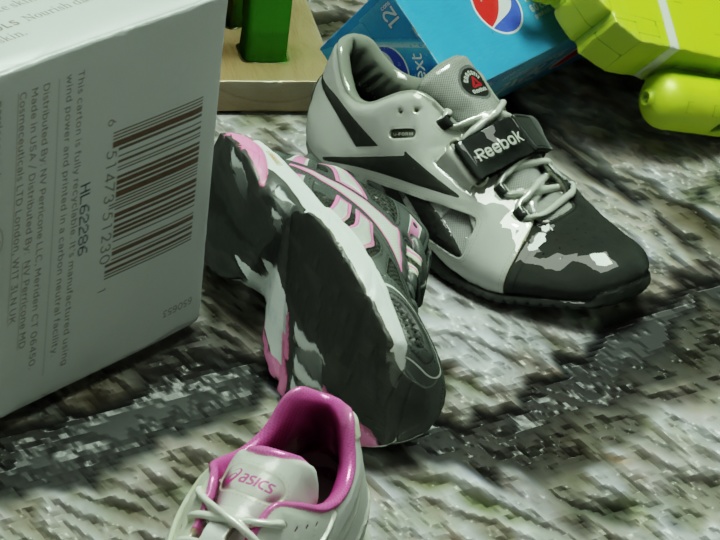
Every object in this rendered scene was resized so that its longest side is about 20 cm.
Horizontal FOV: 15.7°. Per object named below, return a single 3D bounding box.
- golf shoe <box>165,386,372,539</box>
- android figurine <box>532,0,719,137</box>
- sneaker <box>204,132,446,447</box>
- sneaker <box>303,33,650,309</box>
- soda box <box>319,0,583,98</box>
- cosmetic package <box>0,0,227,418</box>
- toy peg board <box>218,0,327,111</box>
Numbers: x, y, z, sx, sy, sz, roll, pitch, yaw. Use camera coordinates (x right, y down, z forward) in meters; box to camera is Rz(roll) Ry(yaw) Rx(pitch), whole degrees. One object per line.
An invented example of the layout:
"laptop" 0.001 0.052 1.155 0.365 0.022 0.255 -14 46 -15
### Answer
"golf shoe" -0.056 0.112 0.920 0.075 0.092 0.200 19 34 17
"android figurine" 0.157 -0.155 1.370 0.199 0.041 0.183 4 61 -38
"sneaker" 0.000 0.000 1.140 0.086 0.081 0.200 3 34 -28
"sneaker" 0.052 -0.050 1.222 0.200 0.089 0.074 27 35 29
"soda box" 0.074 -0.132 1.364 0.200 0.064 0.068 -29 83 -46
"cosmetic package" -0.187 -0.059 1.108 0.200 0.168 0.166 27 36 32
"toy peg board" -0.123 -0.173 1.386 0.198 0.098 0.200 0 30 -12
